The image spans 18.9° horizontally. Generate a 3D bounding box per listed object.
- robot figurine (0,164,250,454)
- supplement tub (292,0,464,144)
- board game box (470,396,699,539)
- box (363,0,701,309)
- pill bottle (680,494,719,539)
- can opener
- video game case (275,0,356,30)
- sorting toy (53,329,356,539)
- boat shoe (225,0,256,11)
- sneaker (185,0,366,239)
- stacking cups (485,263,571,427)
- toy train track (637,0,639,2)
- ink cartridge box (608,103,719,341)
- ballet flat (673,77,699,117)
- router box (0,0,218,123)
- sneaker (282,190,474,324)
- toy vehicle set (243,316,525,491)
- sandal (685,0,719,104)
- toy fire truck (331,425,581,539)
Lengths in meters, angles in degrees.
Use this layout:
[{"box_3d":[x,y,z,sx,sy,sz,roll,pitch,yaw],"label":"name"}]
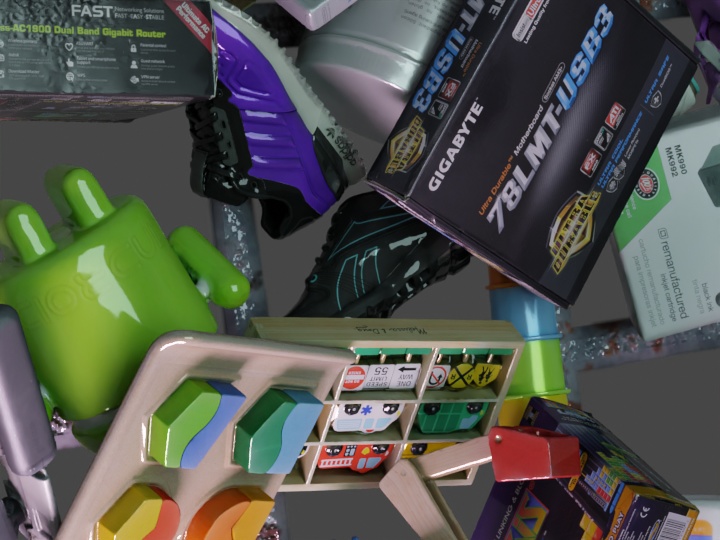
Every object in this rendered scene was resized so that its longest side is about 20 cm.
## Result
[{"box_3d":[-0.157,0.033,1.364,0.175,0.116,0.201,-34,105,-17],"label":"robot figurine"},{"box_3d":[0.046,-0.196,1.477,0.132,0.132,0.201,29,75,-23],"label":"supplement tub"},{"box_3d":[0.130,0.208,1.442,0.056,0.165,0.201,16,102,-26],"label":"board game box"},{"box_3d":[0.119,-0.100,1.438,0.198,0.050,0.201,32,86,-47],"label":"box"},{"box_3d":[0.245,0.264,1.564,0.112,0.112,0.201,3,86,-27],"label":"pill bottle"},{"box_3d":[-0.218,0.106,1.289,0.067,0.053,0.201,-37,136,-30],"label":"can opener"},{"box_3d":[-0.026,-0.263,1.419,0.182,0.200,0.022,-37,148,-18],"label":"video game case"},{"box_3d":[-0.099,0.127,1.344,0.185,0.036,0.200,10,116,-55],"label":"sorting toy"},{"box_3d":[-0.147,-0.196,1.414,0.200,0.063,0.074,0,87,-27],"label":"boat shoe"},{"box_3d":[-0.082,-0.095,1.423,0.100,0.069,0.200,-47,124,-10],"label":"sneaker"},{"box_3d":[0.112,0.031,1.541,0.060,0.060,0.201,-7,88,-28],"label":"stacking cups"},{"box_3d":[0.173,-0.182,1.543,0.115,0.033,0.200,37,115,-3],"label":"toy train track"},{"box_3d":[0.277,-0.048,1.566,0.199,0.084,0.147,-16,96,3],"label":"ink cartridge box"},{"box_3d":[0.172,-0.185,1.586,0.069,0.069,0.200,-44,107,-23],"label":"ballet flat"},{"box_3d":[-0.206,-0.129,1.330,0.199,0.150,0.062,-1,87,-28],"label":"router box"},{"box_3d":[0.000,0.000,1.487,0.200,0.075,0.079,-37,73,-17],"label":"sneaker"},{"box_3d":[0.003,0.090,1.457,0.199,0.027,0.125,1,123,-27],"label":"toy vehicle set"},{"box_3d":[0.287,-0.134,1.628,0.050,0.082,0.203,-32,102,-20],"label":"sandal"},{"box_3d":[0.047,0.174,1.427,0.049,0.199,0.142,5,83,-60],"label":"toy fire truck"}]
